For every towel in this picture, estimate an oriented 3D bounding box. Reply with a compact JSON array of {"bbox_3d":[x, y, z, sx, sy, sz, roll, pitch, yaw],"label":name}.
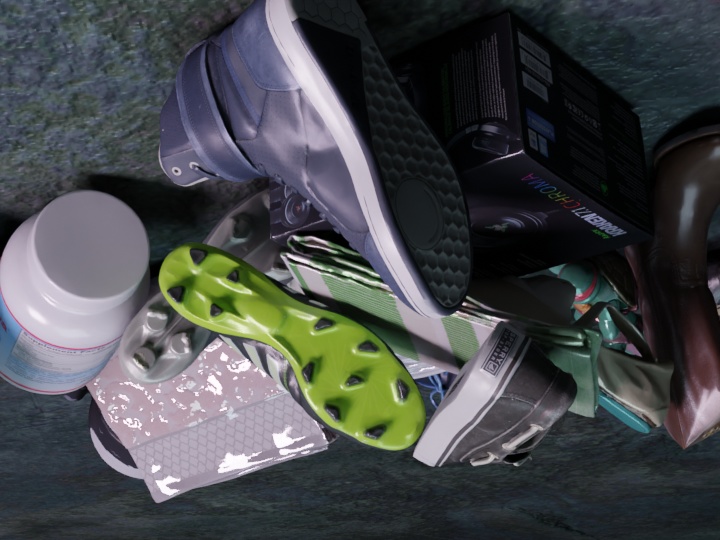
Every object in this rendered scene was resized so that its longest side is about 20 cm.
[{"bbox_3d":[0.056,0.037,0.813,0.199,0.023,0.153,17,163,16],"label":"towel"},{"bbox_3d":[-0.140,0.093,1.079,0.200,0.191,0.032,-21,-165,23],"label":"towel"}]

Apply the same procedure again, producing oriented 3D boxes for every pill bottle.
[{"bbox_3d":[-0.220,0.017,0.955,0.108,0.109,0.200,5,157,-21],"label":"pill bottle"}]

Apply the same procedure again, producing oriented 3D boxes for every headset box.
[{"bbox_3d":[0.059,-0.059,0.824,0.200,0.093,0.174,-17,155,33],"label":"headset box"}]

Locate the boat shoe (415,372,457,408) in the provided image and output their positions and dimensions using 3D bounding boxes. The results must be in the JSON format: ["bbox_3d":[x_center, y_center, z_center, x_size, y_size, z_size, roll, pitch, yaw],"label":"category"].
[{"bbox_3d":[0.100,0.093,1.254,0.199,0.069,0.084,-11,158,17],"label":"boat shoe"}]

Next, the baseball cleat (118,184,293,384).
[{"bbox_3d":[-0.099,0.003,0.931,0.200,0.070,0.106,-39,-175,-9],"label":"baseball cleat"}]

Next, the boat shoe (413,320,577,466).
[{"bbox_3d":[0.080,0.091,0.772,0.064,0.071,0.200,32,163,4],"label":"boat shoe"}]

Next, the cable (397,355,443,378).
[{"bbox_3d":[0.024,0.037,1.097,0.200,0.069,0.200,-19,154,35],"label":"cable"}]

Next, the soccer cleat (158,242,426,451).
[{"bbox_3d":[-0.041,0.046,0.830,0.200,0.068,0.081,35,178,6],"label":"soccer cleat"}]

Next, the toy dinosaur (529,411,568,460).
[{"bbox_3d":[0.155,0.120,1.192,0.102,0.077,0.200,-12,121,13],"label":"toy dinosaur"}]

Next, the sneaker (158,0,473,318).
[{"bbox_3d":[-0.030,-0.052,0.725,0.146,0.203,0.077,-22,-173,41],"label":"sneaker"}]

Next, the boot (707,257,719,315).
[{"bbox_3d":[0.387,0.014,1.101,0.200,0.073,0.150,19,150,-34],"label":"boot"}]

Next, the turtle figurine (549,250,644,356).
[{"bbox_3d":[0.181,0.026,1.031,0.101,0.150,0.200,-32,158,19],"label":"turtle figurine"}]

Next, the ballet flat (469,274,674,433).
[{"bbox_3d":[0.139,0.041,0.871,0.200,0.070,0.069,31,145,-23],"label":"ballet flat"}]

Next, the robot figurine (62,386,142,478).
[{"bbox_3d":[-0.198,0.129,1.231,0.150,0.125,0.200,-21,166,-22],"label":"robot figurine"}]

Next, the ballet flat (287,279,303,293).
[{"bbox_3d":[0.000,0.000,0.958,0.199,0.065,0.071,4,145,10],"label":"ballet flat"}]

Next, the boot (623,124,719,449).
[{"bbox_3d":[0.244,0.018,0.901,0.064,0.201,0.186,-2,159,-7],"label":"boot"}]
